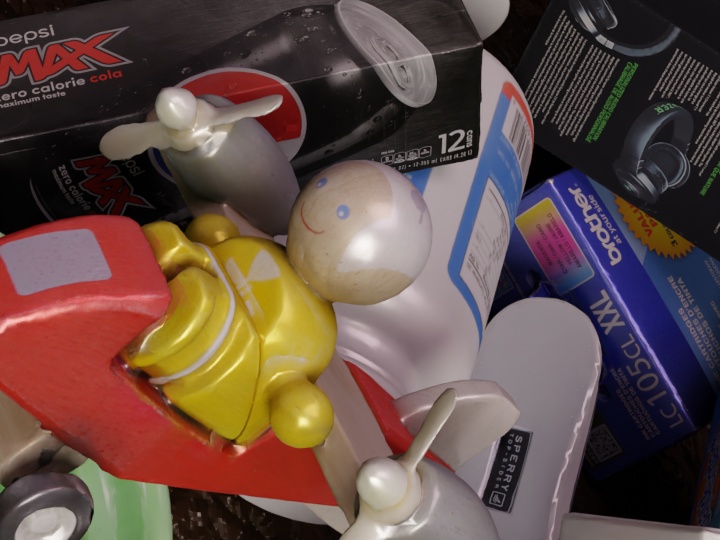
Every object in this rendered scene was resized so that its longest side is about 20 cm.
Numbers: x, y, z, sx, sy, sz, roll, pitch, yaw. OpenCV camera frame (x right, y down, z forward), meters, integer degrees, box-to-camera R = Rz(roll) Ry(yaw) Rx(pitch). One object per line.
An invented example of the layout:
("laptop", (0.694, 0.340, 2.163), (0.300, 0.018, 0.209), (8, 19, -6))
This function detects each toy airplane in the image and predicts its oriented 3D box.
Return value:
("toy airplane", (-0.016, 0.028, 0.657), (0.200, 0.141, 0.199), (38, 24, 1))

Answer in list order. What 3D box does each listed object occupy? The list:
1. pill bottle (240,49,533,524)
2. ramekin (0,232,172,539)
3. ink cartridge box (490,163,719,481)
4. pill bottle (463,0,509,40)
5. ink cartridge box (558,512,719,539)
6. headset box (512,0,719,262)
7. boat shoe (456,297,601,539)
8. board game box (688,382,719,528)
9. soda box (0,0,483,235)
("pill bottle", (0.000, 0.000, 0.853), (0.112, 0.112, 0.200), (37, 46, -19))
("ramekin", (-0.170, 0.081, 0.667), (0.200, 0.098, 0.200), (21, 53, -31))
("ink cartridge box", (0.137, 0.009, 0.995), (0.200, 0.076, 0.137), (-27, 85, -45))
("pill bottle", (0.026, -0.206, 0.999), (0.111, 0.111, 0.200), (15, 57, -35))
("ink cartridge box", (0.113, 0.187, 0.704), (0.084, 0.145, 0.200), (10, 84, -12))
("headset box", (0.194, -0.085, 0.967), (0.200, 0.093, 0.174), (35, 38, 10))
("boat shoe", (0.051, 0.111, 0.859), (0.071, 0.070, 0.200), (15, 70, 14))
("board game box", (0.216, 0.116, 0.874), (0.152, 0.045, 0.200), (25, 45, -1))
("soda box", (-0.057, -0.066, 0.797), (0.200, 0.063, 0.071), (-13, 49, -10))
